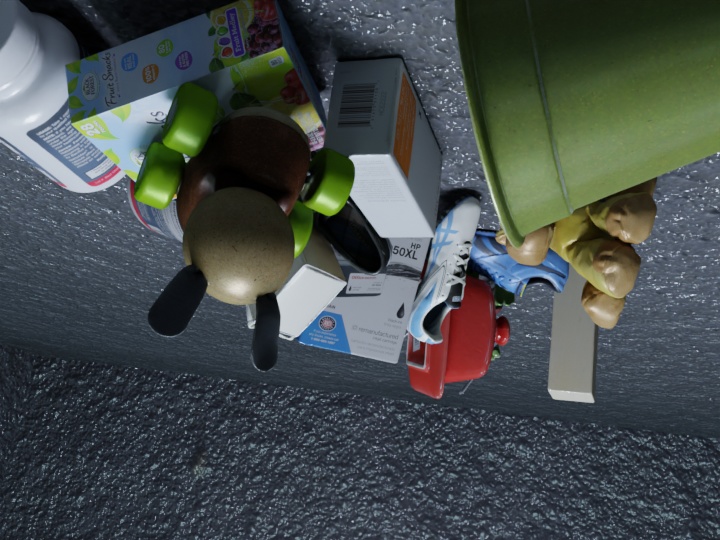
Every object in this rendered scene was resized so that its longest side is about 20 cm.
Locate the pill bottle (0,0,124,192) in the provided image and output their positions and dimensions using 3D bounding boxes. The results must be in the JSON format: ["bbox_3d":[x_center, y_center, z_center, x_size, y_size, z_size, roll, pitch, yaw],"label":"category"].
[{"bbox_3d":[-0.305,-0.170,0.700,0.116,0.123,0.200,4,163,13],"label":"pill bottle"}]

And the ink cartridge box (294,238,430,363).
[{"bbox_3d":[0.000,0.000,0.947,0.141,0.206,0.084,13,-174,-19],"label":"ink cartridge box"}]

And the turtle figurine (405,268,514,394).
[{"bbox_3d":[0.178,0.096,1.242,0.197,0.145,0.196,-30,157,-26],"label":"turtle figurine"}]

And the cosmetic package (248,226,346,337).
[{"bbox_3d":[-0.098,-0.034,0.887,0.070,0.203,0.105,23,123,-42],"label":"cosmetic package"}]

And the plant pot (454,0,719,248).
[{"bbox_3d":[0.181,-0.137,0.520,0.185,0.206,0.200,-13,157,20],"label":"plant pot"}]

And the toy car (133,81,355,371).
[{"bbox_3d":[-0.106,-0.019,0.605,0.161,0.205,0.157,20,143,-25],"label":"toy car"}]

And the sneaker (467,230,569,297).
[{"bbox_3d":[0.202,-0.009,1.059,0.194,0.081,0.066,7,165,13],"label":"sneaker"}]

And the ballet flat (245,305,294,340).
[{"bbox_3d":[-0.089,0.080,1.150,0.194,0.071,0.070,7,163,9],"label":"ballet flat"}]

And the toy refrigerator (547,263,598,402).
[{"bbox_3d":[0.316,0.085,1.082,0.068,0.206,0.076,1,163,22],"label":"toy refrigerator"}]

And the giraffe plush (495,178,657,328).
[{"bbox_3d":[0.232,-0.052,0.833,0.158,0.177,0.200,16,-161,11],"label":"giraffe plush"}]

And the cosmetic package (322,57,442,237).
[{"bbox_3d":[0.030,-0.117,0.755,0.069,0.104,0.200,2,162,19],"label":"cosmetic package"}]

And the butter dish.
[{"bbox_3d":[0.154,0.086,1.096,0.143,0.206,0.199,5,176,-9],"label":"butter dish"}]

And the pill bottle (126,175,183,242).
[{"bbox_3d":[-0.173,-0.085,0.842,0.197,0.122,0.119,17,173,43],"label":"pill bottle"}]

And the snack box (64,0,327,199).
[{"bbox_3d":[-0.142,-0.152,0.682,0.195,0.069,0.169,-17,159,7],"label":"snack box"}]

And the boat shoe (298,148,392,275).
[{"bbox_3d":[-0.034,-0.076,0.847,0.200,0.068,0.057,47,-166,-8],"label":"boat shoe"}]

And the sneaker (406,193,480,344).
[{"bbox_3d":[0.117,0.001,0.955,0.072,0.204,0.071,32,-160,34],"label":"sneaker"}]
